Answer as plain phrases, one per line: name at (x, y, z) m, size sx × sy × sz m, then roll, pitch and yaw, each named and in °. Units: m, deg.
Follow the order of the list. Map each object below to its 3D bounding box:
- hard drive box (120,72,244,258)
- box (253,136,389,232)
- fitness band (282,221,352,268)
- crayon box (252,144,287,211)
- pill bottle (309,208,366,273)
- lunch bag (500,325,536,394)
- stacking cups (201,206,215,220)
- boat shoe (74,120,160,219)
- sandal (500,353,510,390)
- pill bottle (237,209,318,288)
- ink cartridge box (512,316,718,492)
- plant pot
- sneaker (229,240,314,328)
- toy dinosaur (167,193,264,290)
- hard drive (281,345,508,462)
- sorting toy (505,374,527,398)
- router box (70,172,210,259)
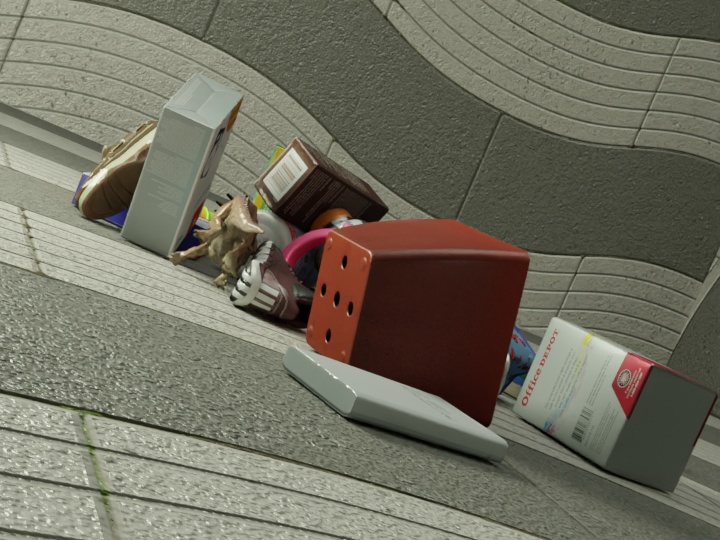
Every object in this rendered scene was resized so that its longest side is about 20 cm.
hard drive box at (-0.240, -0.144, 1.625) m, size 0.076 × 0.201 × 0.156 m, roll 24°, pitch 27°, yaw -2°
box at (-0.056, -0.109, 1.791) m, size 0.199 × 0.100 × 0.075 m, roll 30°, pitch 18°, yaw -51°
fitness band at (-0.026, 0.010, 1.631) m, size 0.199 × 0.144 × 0.038 m, roll 32°, pitch -25°, yaw 32°
crayon box at (-0.123, -0.089, 1.959) m, size 0.118 × 0.202 × 0.058 m, roll 23°, pitch 4°, yaw -8°
pill bottle at (0.000, 0.000, 1.726) m, size 0.106 × 0.106 × 0.201 m, roll 20°, pitch 28°, yaw -51°
lunch bag at (0.156, 0.062, 1.728) m, size 0.150 × 0.094 × 0.202 m, roll 21°, pitch 41°, yaw -48°
stacking cups at (-0.232, -0.068, 2.046) m, size 0.199 × 0.061 × 0.060 m, roll 21°, pitch 4°, yaw -43°
boat shoe at (-0.338, -0.145, 1.699) m, size 0.074 × 0.075 × 0.202 m, roll 22°, pitch 47°, yaw 28°
sandal at (0.113, 0.119, 1.556) m, size 0.059 × 0.080 × 0.206 m, roll 20°, pitch -4°, yaw -31°
pill bottle at (-0.114, -0.025, 1.816) m, size 0.108 × 0.110 × 0.200 m, roll 25°, pitch 4°, yaw 23°
ink cartridge box at (0.330, 0.173, 1.581) m, size 0.144 × 0.147 × 0.200 m, roll 22°, pitch 5°, yaw -34°
plant pot at (0.049, 0.045, 1.359) m, size 0.174 × 0.203 × 0.200 m, roll 8°, pitch 10°, yaw -24°
sneaker at (-0.098, 0.029, 1.531) m, size 0.115 × 0.076 × 0.200 m, roll 29°, pitch 14°, yaw -3°
toy dinosaur at (-0.161, -0.054, 1.541) m, size 0.086 × 0.136 × 0.200 m, roll 41°, pitch -30°, yaw -5°
hard drive at (0.034, 0.131, 1.167) m, size 0.199 × 0.027 × 0.132 m, roll 23°, pitch 4°, yaw -36°
sorting toy at (0.332, 0.197, 1.873) m, size 0.199 × 0.070 × 0.198 m, roll 27°, pitch 4°, yaw 44°
router box at (-0.316, -0.083, 1.801) m, size 0.198 × 0.049 × 0.180 m, roll 24°, pitch 3°, yaw -3°
